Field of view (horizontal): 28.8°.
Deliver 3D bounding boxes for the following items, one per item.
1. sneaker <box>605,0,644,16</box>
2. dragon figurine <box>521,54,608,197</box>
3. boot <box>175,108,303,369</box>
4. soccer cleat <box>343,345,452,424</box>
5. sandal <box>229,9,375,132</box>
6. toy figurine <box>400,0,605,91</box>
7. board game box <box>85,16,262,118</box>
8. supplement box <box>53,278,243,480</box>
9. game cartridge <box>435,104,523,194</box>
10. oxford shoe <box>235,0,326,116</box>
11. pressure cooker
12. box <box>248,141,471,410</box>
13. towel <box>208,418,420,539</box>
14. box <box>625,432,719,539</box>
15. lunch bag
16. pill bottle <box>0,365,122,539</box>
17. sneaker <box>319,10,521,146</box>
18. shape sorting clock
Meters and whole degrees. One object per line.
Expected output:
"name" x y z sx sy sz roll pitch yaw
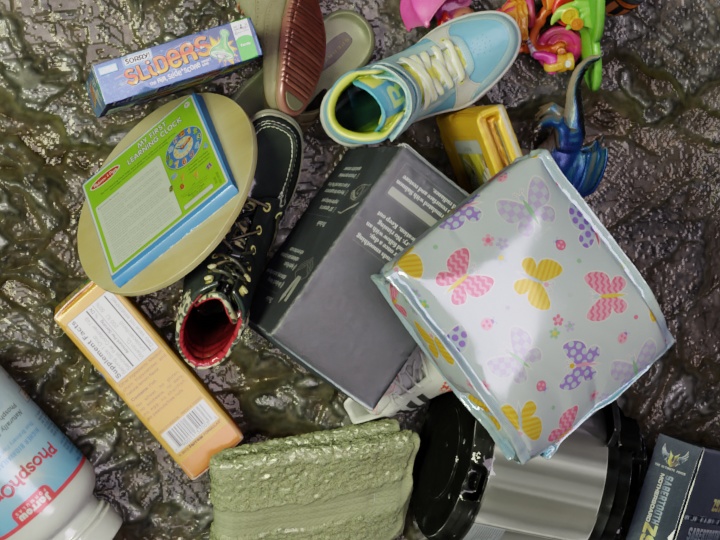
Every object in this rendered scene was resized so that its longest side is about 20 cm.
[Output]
"sneaker" 0.263 -0.349 1.341 0.077 0.112 0.202 -4 94 -13
"dragon figurine" 0.204 -0.109 1.348 0.099 0.059 0.201 28 109 -5
"boot" -0.104 -0.026 1.222 0.073 0.154 0.205 21 115 -12
"soccer cleat" 0.041 0.095 1.273 0.085 0.200 0.069 -25 80 -23
"sandal" -0.063 -0.167 1.304 0.080 0.057 0.201 40 84 -12
"toy figurine" 0.128 -0.253 1.329 0.182 0.150 0.201 -9 120 1
"board game box" -0.166 -0.172 1.207 0.134 0.200 0.035 -20 97 -12
"supplement box" -0.194 0.093 1.285 0.069 0.067 0.201 -38 100 -5
"game cartridge" 0.125 -0.063 1.280 0.032 0.200 0.178 -22 97 -7
"oxford shoe" -0.076 -0.232 1.279 0.073 0.071 0.202 -6 69 24
"pressure cooker" 0.164 0.191 1.315 0.198 0.176 0.180 13 87 -13
"box" 0.000 0.000 1.257 0.117 0.197 0.201 37 85 -13
"towel" -0.044 0.212 1.308 0.198 0.037 0.149 -6 125 -15
"box" 0.324 0.248 1.363 0.200 0.051 0.159 21 87 -55
"lunch bag" 0.131 0.033 1.126 0.169 0.127 0.200 -39 92 -6
"pill bottle" -0.307 0.178 1.240 0.109 0.109 0.200 -42 101 -8
"sneaker" 0.055 -0.165 1.227 0.199 0.131 0.080 -30 96 6
"shape sorting clock" -0.170 -0.068 1.227 0.201 0.199 0.039 -57 138 -4
